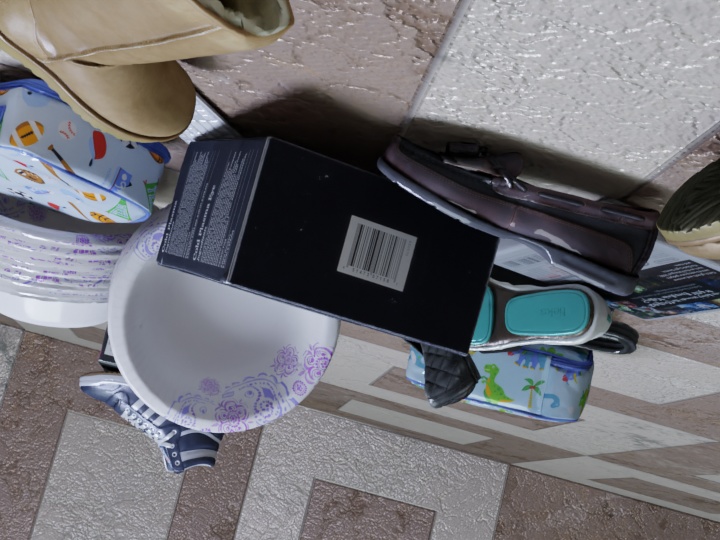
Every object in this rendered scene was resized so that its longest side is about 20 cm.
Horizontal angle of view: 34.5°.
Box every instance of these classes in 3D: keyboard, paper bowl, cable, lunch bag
[{"bbox_3d":[-0.118,-0.106,0.905,0.055,0.011,0.200,10,167,23],"label":"keyboard"},{"bbox_3d":[-0.122,0.030,1.025,0.198,0.203,0.104,18,-170,-15],"label":"paper bowl"},{"bbox_3d":[-0.286,-0.017,1.099,0.197,0.106,0.201,11,-164,-3],"label":"paper bowl"},{"bbox_3d":[0.162,0.045,1.101,0.197,0.051,0.097,-7,140,31],"label":"cable"},{"bbox_3d":[-0.259,-0.101,0.952,0.198,0.077,0.159,3,161,46],"label":"lunch bag"},{"bbox_3d":[0.154,0.100,1.266,0.197,0.084,0.161,13,-174,15],"label":"lunch bag"}]

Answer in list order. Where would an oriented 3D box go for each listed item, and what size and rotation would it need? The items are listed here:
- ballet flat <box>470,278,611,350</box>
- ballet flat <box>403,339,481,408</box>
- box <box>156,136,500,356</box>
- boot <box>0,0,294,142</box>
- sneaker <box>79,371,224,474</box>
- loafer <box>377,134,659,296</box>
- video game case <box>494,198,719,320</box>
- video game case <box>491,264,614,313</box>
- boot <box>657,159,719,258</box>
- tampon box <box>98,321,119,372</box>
[{"bbox_3d":[0.134,0.040,1.034,0.198,0.071,0.069,2,163,39],"label":"ballet flat"},{"bbox_3d":[0.058,0.068,1.128,0.067,0.056,0.200,64,175,-25],"label":"ballet flat"},{"bbox_3d":[-0.029,-0.021,0.873,0.198,0.106,0.181,18,176,-26],"label":"box"},{"bbox_3d":[-0.111,-0.130,0.662,0.198,0.067,0.174,1,162,44],"label":"boot"},{"bbox_3d":[-0.267,0.196,1.476,0.197,0.110,0.070,13,167,-14],"label":"sneaker"},{"bbox_3d":[0.110,-0.052,0.788,0.198,0.064,0.072,26,-165,-6],"label":"loafer"},{"bbox_3d":[0.218,-0.004,0.930,0.179,0.024,0.200,20,166,-18],"label":"video game case"},{"bbox_3d":[0.147,0.028,1.146,0.197,0.026,0.181,13,168,10],"label":"video game case"},{"bbox_3d":[0.278,0.023,0.640,0.200,0.066,0.175,49,158,-14],"label":"boot"},{"bbox_3d":[-0.269,0.074,1.551,0.124,0.152,0.200,14,168,-8],"label":"tampon box"}]
